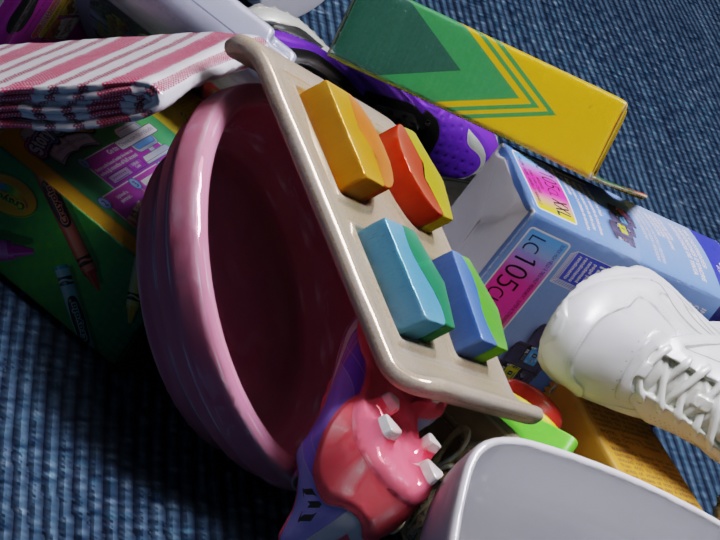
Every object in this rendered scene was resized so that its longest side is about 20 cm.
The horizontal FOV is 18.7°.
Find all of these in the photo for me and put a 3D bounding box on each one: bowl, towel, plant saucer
[{"bbox_3d":[0.096,0.191,0.964,0.200,0.075,0.200,24,56,-25],"label":"bowl"},{"bbox_3d":[-0.159,-0.090,1.093,0.199,0.030,0.146,-1,16,20],"label":"towel"},{"bbox_3d":[-0.052,0.010,1.075,0.200,0.051,0.201,-11,90,-68],"label":"plant saucer"}]

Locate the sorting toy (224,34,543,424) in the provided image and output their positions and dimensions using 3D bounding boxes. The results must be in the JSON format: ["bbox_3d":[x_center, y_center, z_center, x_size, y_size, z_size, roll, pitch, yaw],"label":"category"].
[{"bbox_3d":[0.020,-0.019,1.072,0.200,0.036,0.185,63,15,17],"label":"sorting toy"}]

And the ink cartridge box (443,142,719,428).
[{"bbox_3d":[0.131,0.027,1.277,0.200,0.137,0.076,22,31,-29],"label":"ink cartridge box"}]

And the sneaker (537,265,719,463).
[{"bbox_3d":[0.182,0.060,1.185,0.200,0.078,0.099,18,17,-41],"label":"sneaker"}]

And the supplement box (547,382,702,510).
[{"bbox_3d":[0.151,0.150,1.177,0.069,0.067,0.200,15,33,-39],"label":"supplement box"}]

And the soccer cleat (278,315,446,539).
[{"bbox_3d":[-0.001,0.074,1.038,0.067,0.076,0.200,50,12,-13],"label":"soccer cleat"}]

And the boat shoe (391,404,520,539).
[{"bbox_3d":[0.058,0.133,1.076,0.063,0.073,0.200,14,34,-45],"label":"boat shoe"}]

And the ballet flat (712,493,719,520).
[{"bbox_3d":[0.228,0.152,1.207,0.070,0.067,0.200,36,-16,39],"label":"ballet flat"}]

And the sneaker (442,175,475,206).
[{"bbox_3d":[0.097,-0.018,1.372,0.200,0.078,0.099,25,16,-36],"label":"sneaker"}]

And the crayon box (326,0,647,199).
[{"bbox_3d":[0.086,-0.103,1.287,0.200,0.051,0.127,26,5,4],"label":"crayon box"}]

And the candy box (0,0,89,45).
[{"bbox_3d":[-0.143,-0.205,1.322,0.061,0.136,0.200,44,25,17],"label":"candy box"}]

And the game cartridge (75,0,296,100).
[{"bbox_3d":[-0.102,-0.127,1.243,0.133,0.041,0.200,42,-12,3],"label":"game cartridge"}]

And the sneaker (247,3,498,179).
[{"bbox_3d":[0.002,-0.089,1.381,0.200,0.070,0.100,22,24,-21],"label":"sneaker"}]

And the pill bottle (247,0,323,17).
[{"bbox_3d":[-0.095,-0.268,1.525,0.200,0.109,0.109,49,27,24],"label":"pill bottle"}]

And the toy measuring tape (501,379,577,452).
[{"bbox_3d":[0.044,0.079,1.184,0.200,0.074,0.074,28,20,23],"label":"toy measuring tape"}]

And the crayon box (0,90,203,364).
[{"bbox_3d":[-0.120,-0.037,1.154,0.119,0.058,0.200,39,25,4],"label":"crayon box"}]
